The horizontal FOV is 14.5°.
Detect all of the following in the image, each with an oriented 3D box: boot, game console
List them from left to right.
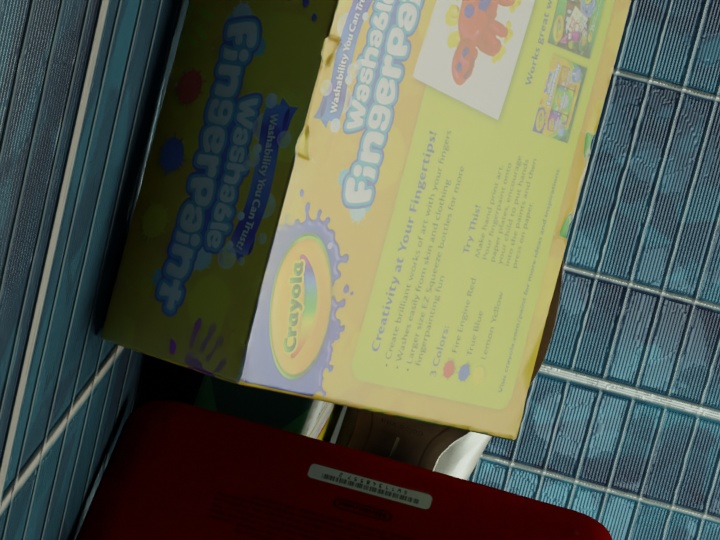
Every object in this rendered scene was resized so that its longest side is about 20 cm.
[{"bbox_3d":[-0.019,0.165,1.081,0.173,0.199,0.119,-71,175,-49],"label":"game console"},{"bbox_3d":[0.030,0.060,1.249,0.200,0.070,0.146,-59,174,-2],"label":"boot"}]

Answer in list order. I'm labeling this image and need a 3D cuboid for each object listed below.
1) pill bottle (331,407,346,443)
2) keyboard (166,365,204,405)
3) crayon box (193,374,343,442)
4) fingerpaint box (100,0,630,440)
[{"bbox_3d":[0.000,0.000,1.452,0.200,0.114,0.115,-71,175,-56],"label":"pill bottle"},{"bbox_3d":[-0.096,0.141,1.274,0.127,0.021,0.201,87,19,-79],"label":"keyboard"},{"bbox_3d":[-0.046,0.081,1.204,0.127,0.051,0.201,-57,169,-66],"label":"crayon box"},{"bbox_3d":[0.008,-0.052,1.025,0.167,0.073,0.201,14,91,-51],"label":"fingerpaint box"}]
